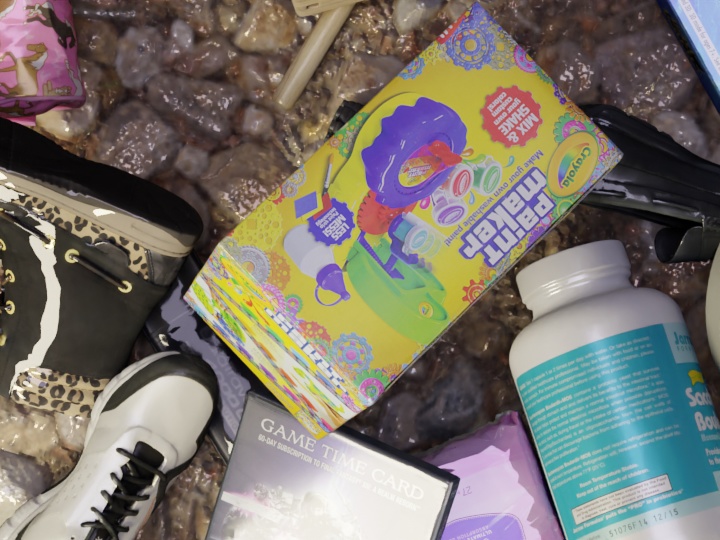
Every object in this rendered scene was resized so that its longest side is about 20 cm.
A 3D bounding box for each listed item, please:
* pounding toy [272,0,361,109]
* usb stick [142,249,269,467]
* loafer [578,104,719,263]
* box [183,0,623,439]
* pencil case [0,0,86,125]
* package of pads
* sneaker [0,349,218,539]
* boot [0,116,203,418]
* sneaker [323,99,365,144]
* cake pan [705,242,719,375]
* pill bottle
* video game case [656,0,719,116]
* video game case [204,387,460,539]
[{"bbox_3d":[0.006,-0.232,1.583,0.184,0.142,0.201,-15,78,0],"label":"pounding toy"},{"bbox_3d":[-0.087,0.066,1.613,0.055,0.033,0.200,-32,88,-5],"label":"usb stick"},{"bbox_3d":[0.204,-0.034,1.581,0.200,0.068,0.071,24,82,-12],"label":"loafer"},{"bbox_3d":[0.020,-0.022,1.467,0.200,0.193,0.122,-44,90,-14],"label":"box"},{"bbox_3d":[-0.216,-0.191,1.595,0.083,0.086,0.201,-6,88,23],"label":"pencil case"},{"bbox_3d":[0.076,0.197,1.585,0.120,0.076,0.201,-20,88,4],"label":"package of pads"},{"bbox_3d":[-0.149,0.138,1.568,0.074,0.080,0.200,31,104,-23],"label":"sneaker"},{"bbox_3d":[-0.210,-0.005,1.573,0.199,0.073,0.151,20,114,-5],"label":"boot"},{"bbox_3d":[0.000,0.000,1.590,0.085,0.078,0.201,15,88,1],"label":"sneaker"},{"bbox_3d":[0.288,0.013,1.559,0.200,0.037,0.201,-8,108,-28],"label":"cake pan"},{"bbox_3d":[0.157,0.086,1.560,0.110,0.111,0.201,-18,79,1],"label":"pill bottle"},{"bbox_3d":[0.283,-0.181,1.606,0.181,0.045,0.200,-29,88,-1],"label":"video game case"},{"bbox_3d":[-0.032,0.189,1.568,0.143,0.019,0.201,23,105,21],"label":"video game case"}]
